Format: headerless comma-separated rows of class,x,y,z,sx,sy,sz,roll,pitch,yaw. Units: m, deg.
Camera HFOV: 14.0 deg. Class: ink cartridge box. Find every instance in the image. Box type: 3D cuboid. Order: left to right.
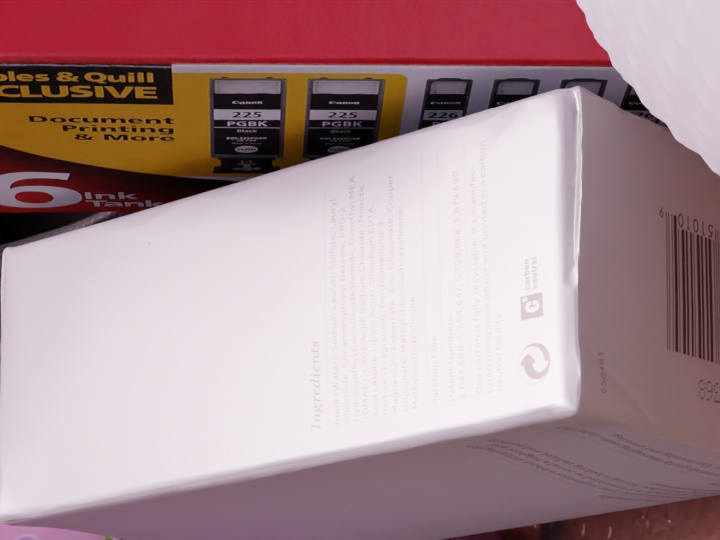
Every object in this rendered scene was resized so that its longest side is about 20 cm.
ink cartridge box,-0.008,-0.075,0.725,0.176,0.198,0.085,97,172,-76

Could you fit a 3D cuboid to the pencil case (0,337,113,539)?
pencil case,-0.096,0.110,0.934,0.201,0.087,0.088,-106,31,-47

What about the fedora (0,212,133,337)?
fedora,-0.111,-0.008,1.108,0.199,0.177,0.091,-2,120,36

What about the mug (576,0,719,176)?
mug,0.091,-0.092,0.571,0.148,0.199,0.175,-57,22,4

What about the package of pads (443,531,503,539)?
package of pads,0.024,0.155,0.817,0.200,0.075,0.121,-128,47,-58

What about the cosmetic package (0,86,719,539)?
cosmetic package,0.010,0.022,0.753,0.199,0.113,0.082,-11,72,39
